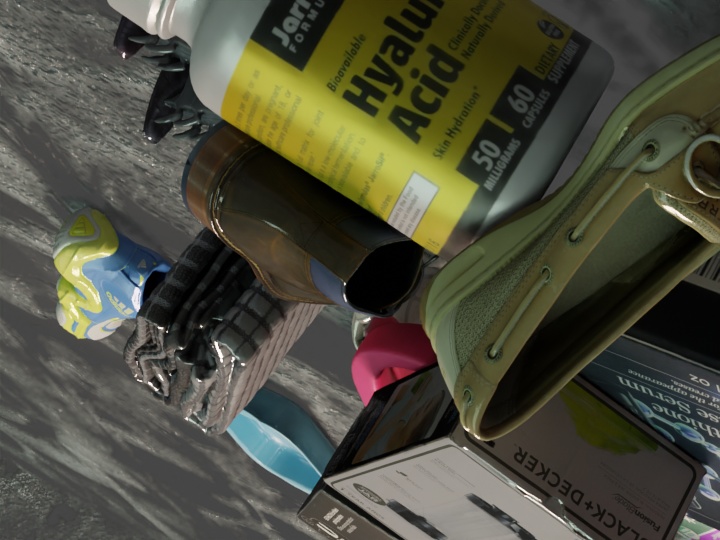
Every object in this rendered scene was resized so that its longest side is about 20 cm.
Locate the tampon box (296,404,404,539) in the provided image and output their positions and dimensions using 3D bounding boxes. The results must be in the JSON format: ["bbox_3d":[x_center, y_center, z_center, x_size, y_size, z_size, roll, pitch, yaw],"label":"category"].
[{"bbox_3d":[0.072,0.178,1.291,0.199,0.127,0.150,33,162,0],"label":"tampon box"}]

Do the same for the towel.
[{"bbox_3d":[-0.063,-0.001,0.991,0.085,0.166,0.200,37,163,3],"label":"towel"}]

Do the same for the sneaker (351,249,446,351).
[{"bbox_3d":[0.027,0.032,1.063,0.075,0.082,0.200,26,163,13],"label":"sneaker"}]

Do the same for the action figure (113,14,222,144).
[{"bbox_3d":[-0.031,-0.091,0.858,0.198,0.070,0.131,16,151,36],"label":"action figure"}]

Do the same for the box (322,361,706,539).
[{"bbox_3d":[0.068,0.100,0.836,0.116,0.060,0.200,35,161,-7],"label":"box"}]

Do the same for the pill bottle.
[{"bbox_3d":[-0.003,-0.094,0.723,0.199,0.112,0.111,32,163,2],"label":"pill bottle"}]

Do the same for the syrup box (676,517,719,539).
[{"bbox_3d":[0.165,0.084,0.959,0.199,0.082,0.079,34,162,0],"label":"syrup box"}]

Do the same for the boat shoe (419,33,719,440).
[{"bbox_3d":[0.107,-0.014,0.647,0.073,0.200,0.064,32,-151,-42],"label":"boat shoe"}]

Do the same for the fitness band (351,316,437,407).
[{"bbox_3d":[0.066,0.087,0.944,0.143,0.038,0.201,26,160,26],"label":"fitness band"}]

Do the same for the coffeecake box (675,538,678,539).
[{"bbox_3d":[0.242,0.201,1.014,0.198,0.154,0.073,25,161,24],"label":"coffeecake box"}]

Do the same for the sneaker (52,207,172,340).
[{"bbox_3d":[-0.201,0.025,1.448,0.104,0.076,0.200,29,161,10],"label":"sneaker"}]

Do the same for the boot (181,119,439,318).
[{"bbox_3d":[0.000,0.000,0.810,0.097,0.075,0.200,38,-175,31],"label":"boot"}]

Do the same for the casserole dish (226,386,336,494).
[{"bbox_3d":[-0.077,0.160,1.653,0.120,0.039,0.200,22,159,31],"label":"casserole dish"}]

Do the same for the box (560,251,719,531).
[{"bbox_3d":[0.183,0.042,0.770,0.147,0.108,0.200,21,160,32],"label":"box"}]
